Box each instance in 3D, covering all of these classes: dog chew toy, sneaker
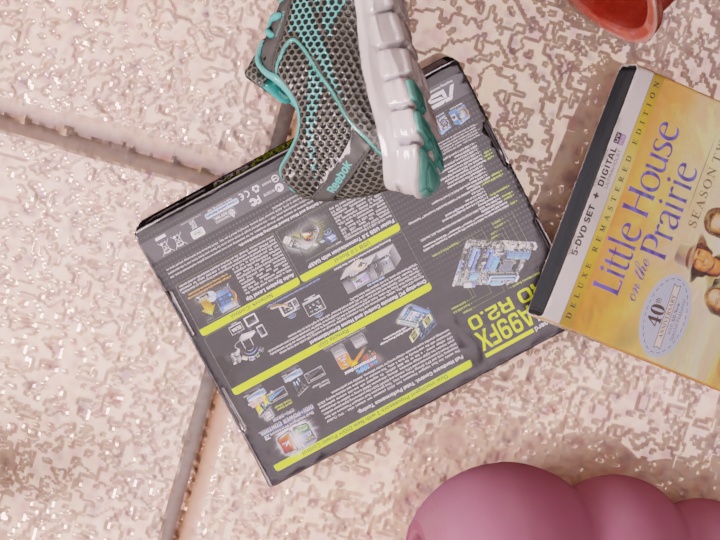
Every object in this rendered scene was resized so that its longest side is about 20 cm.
[{"bbox_3d":[0.127,0.165,1.218,0.199,0.125,0.125,0,98,-11],"label":"dog chew toy"},{"bbox_3d":[-0.020,-0.126,1.167,0.091,0.078,0.201,-14,71,9],"label":"sneaker"}]

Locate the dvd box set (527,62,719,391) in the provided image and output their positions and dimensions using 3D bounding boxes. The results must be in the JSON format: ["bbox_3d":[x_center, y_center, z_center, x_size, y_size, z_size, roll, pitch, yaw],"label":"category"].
[{"bbox_3d":[0.205,-0.008,1.215,0.199,0.029,0.147,22,88,-16],"label":"dvd box set"}]

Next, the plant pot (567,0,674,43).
[{"bbox_3d":[0.160,-0.253,1.130,0.195,0.201,0.201,-37,99,-6],"label":"plant pot"}]

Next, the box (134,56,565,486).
[{"bbox_3d":[0.000,0.000,1.221,0.199,0.044,0.161,-29,99,1],"label":"box"}]
